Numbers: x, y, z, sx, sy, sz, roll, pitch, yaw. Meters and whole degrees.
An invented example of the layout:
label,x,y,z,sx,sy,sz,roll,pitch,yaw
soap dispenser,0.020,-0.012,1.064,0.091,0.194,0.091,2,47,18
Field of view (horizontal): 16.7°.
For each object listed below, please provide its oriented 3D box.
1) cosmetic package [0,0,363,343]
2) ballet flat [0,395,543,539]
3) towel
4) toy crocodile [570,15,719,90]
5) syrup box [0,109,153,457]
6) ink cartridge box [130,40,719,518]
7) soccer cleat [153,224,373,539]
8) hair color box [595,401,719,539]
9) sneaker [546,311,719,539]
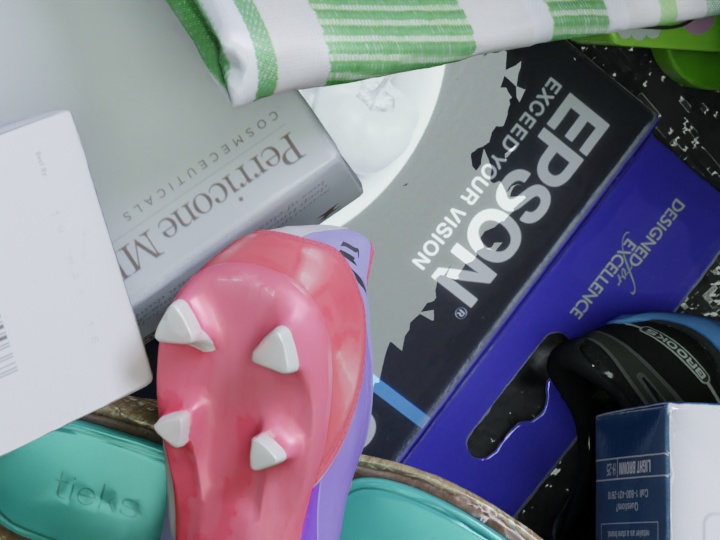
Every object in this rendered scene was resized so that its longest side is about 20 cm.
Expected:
label,x,y,z,sx,sy,sz,roll,pitch,yaw
cosmetic package,-0.095,-0.081,0.721,0.102,0.074,0.200,-36,82,1
ballet flat,-0.018,0.079,0.737,0.200,0.065,0.071,23,96,-1
towel,0.009,-0.119,0.706,0.200,0.023,0.153,-14,61,-39
toy crocodile,0.159,-0.086,0.791,0.200,0.068,0.062,2,96,-15
syrup box,-0.159,0.014,0.685,0.081,0.200,0.079,-26,103,-45
ink cartridge box,0.000,0.000,0.790,0.200,0.043,0.198,37,89,-13
soccer cleat,-0.029,0.083,0.676,0.067,0.076,0.200,16,113,22
hair color box,0.124,0.141,0.724,0.100,0.061,0.200,3,82,-17
sneaker,0.089,0.113,0.787,0.083,0.071,0.200,2,80,-23
